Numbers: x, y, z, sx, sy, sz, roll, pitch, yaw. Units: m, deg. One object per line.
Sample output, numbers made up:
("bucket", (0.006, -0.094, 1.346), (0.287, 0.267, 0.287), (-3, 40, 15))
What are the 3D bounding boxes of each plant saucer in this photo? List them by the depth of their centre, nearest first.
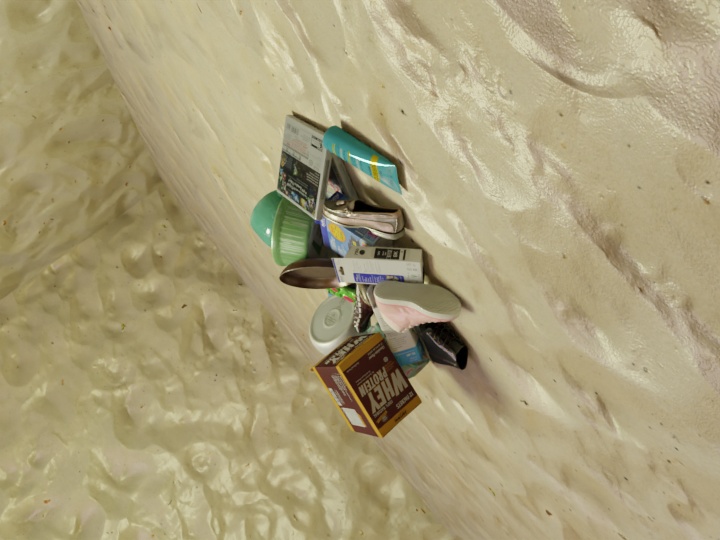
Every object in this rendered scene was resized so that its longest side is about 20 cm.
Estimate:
("plant saucer", (-0.105, 0.007, 1.663), (0.201, 0.194, 0.033), (112, 157, -71))

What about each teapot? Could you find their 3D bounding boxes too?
("teapot", (-0.043, 0.170, 1.885), (0.146, 0.194, 0.203), (45, -154, -39))

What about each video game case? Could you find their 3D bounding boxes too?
("video game case", (-0.128, -0.236, 1.515), (0.199, 0.023, 0.187), (37, 123, 47))
("video game case", (-0.082, -0.232, 1.571), (0.199, 0.023, 0.185), (32, 153, 52))

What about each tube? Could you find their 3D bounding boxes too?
("tube", (0.007, -0.221, 1.316), (0.199, 0.050, 0.078), (37, 165, 31))

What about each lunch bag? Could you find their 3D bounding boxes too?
("lunch bag", (0.094, 0.204, 1.748), (0.161, 0.077, 0.199), (51, -165, 17))

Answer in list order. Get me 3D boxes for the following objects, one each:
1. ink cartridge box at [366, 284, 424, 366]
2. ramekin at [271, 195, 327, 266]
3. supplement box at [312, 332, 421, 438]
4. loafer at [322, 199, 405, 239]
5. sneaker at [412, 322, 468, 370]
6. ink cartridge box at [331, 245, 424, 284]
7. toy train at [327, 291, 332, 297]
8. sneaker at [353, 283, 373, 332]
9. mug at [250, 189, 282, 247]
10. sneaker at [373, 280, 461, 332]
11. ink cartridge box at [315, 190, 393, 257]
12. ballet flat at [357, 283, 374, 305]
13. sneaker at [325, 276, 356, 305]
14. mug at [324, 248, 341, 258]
("ink cartridge box", (0.089, 0.108, 1.589), (0.116, 0.065, 0.204), (-62, -48, -63))
("ramekin", (-0.143, -0.101, 1.703), (0.095, 0.204, 0.202), (13, 151, 14))
("supplement box", (0.012, 0.275, 1.621), (0.200, 0.132, 0.199), (58, 157, -6))
("loafer", (0.006, -0.126, 1.420), (0.196, 0.072, 0.064), (19, 133, 24))
("sneaker", (0.182, 0.138, 1.536), (0.105, 0.075, 0.202), (14, 141, 49))
("ink cartridge box", (0.040, -0.009, 1.455), (0.194, 0.040, 0.100), (3, 147, 11))
("toy train", (-0.046, 0.091, 2.038), (0.116, 0.085, 0.199), (64, 163, -10))
("sneaker", (0.043, 0.092, 1.706), (0.112, 0.077, 0.203), (10, 134, 8))
("mug", (-0.230, -0.147, 1.930), (0.114, 0.151, 0.186), (45, 163, 25))
("sneaker", (0.126, 0.088, 1.453), (0.195, 0.076, 0.106), (11, 137, 21))
("ink cartridge box", (-0.021, -0.089, 1.540), (0.198, 0.076, 0.138), (35, 155, 25))
("ballet flat", (0.000, 0.000, 1.618), (0.068, 0.045, 0.204), (51, -157, -55))
("sneaker", (-0.034, 0.028, 1.794), (0.197, 0.085, 0.077), (33, 145, -10))
("mug", (-0.104, -0.046, 1.880), (0.152, 0.182, 0.154), (-10, 85, 62))
